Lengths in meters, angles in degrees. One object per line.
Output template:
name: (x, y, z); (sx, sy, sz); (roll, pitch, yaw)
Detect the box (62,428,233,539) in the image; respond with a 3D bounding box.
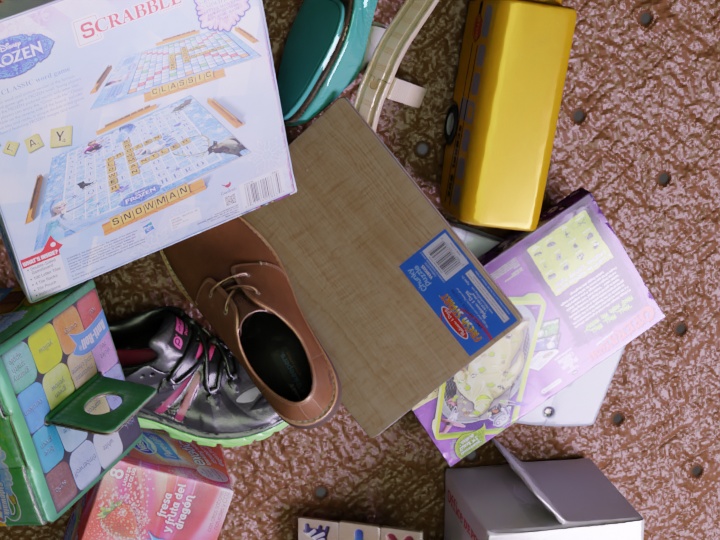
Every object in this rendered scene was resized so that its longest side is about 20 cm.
box: (-0.172, 0.219, 1.051); (0.094, 0.103, 0.201); (17, 101, -15)

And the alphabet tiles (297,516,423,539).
alphabet tiles: (0.000, 0.290, 1.113); (0.165, 0.006, 0.201); (4, 105, 16)

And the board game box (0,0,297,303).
board game box: (-0.149, -0.102, 0.908); (0.199, 0.041, 0.200); (-24, 132, -19)

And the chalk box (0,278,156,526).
chalk box: (-0.234, 0.087, 0.946); (0.199, 0.125, 0.125); (-7, 108, 26)

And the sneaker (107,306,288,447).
sneaker: (-0.126, 0.073, 1.027); (0.199, 0.077, 0.084); (5, 131, -14)

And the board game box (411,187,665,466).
board game box: (0.116, 0.043, 1.070); (0.199, 0.032, 0.120); (-34, 104, -1)

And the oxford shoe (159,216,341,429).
oxford shoe: (-0.081, 0.016, 0.989); (0.071, 0.071, 0.200); (-38, 75, -2)

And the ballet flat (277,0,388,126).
ballet flat: (-0.002, -0.192, 1.004); (0.070, 0.067, 0.201); (7, 105, -33)

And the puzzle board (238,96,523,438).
puzzle board: (0.000, 0.000, 1.018); (0.151, 0.017, 0.200); (-40, 88, 24)

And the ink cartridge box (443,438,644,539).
ink cartridge box: (0.138, 0.240, 1.106); (0.124, 0.129, 0.201); (-2, 105, -11)

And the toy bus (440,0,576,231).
toy bus: (0.107, -0.136, 1.031); (0.065, 0.078, 0.201); (6, 103, -13)

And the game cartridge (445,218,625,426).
game cartridge: (0.106, 0.045, 1.100); (0.199, 0.040, 0.134); (19, 96, -15)

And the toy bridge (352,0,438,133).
toy bridge: (0.022, -0.130, 1.019); (0.027, 0.067, 0.201); (27, 100, 20)
